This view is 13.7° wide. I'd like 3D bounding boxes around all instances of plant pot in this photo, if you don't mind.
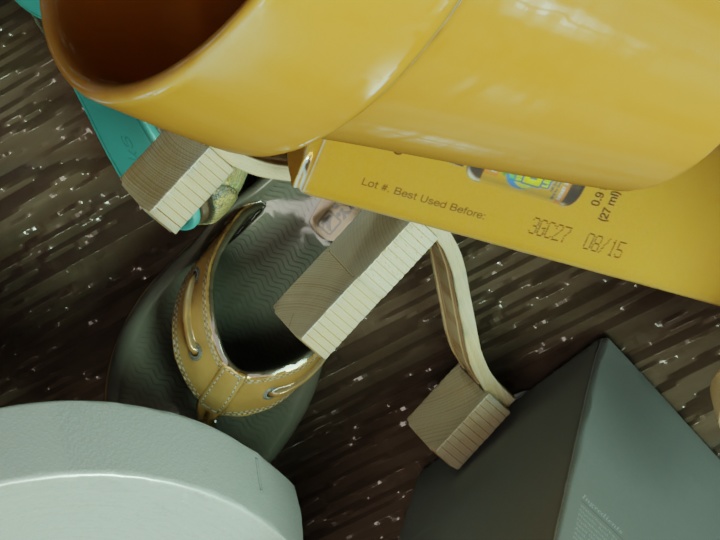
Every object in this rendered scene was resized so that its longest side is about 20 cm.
[{"bbox_3d":[0.030,-0.113,0.911,0.183,0.201,0.200,23,123,-30],"label":"plant pot"}]

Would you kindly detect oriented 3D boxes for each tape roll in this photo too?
[{"bbox_3d":[-0.117,0.125,1.124,0.201,0.037,0.203,-7,139,-6],"label":"tape roll"}]

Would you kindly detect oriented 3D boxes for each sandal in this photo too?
[{"bbox_3d":[-0.032,0.015,1.130,0.082,0.055,0.200,38,112,-10],"label":"sandal"}]

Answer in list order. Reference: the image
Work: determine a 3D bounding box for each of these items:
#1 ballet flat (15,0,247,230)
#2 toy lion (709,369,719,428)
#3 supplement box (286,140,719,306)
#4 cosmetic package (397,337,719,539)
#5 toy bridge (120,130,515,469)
[{"bbox_3d":[-0.088,-0.100,1.064,0.070,0.071,0.200,-14,133,19],"label":"ballet flat"},{"bbox_3d":[0.221,0.023,0.990,0.190,0.069,0.200,-9,145,-8],"label":"toy lion"},{"bbox_3d":[0.076,-0.044,1.046,0.199,0.069,0.067,14,122,-17],"label":"supplement box"},{"bbox_3d":[0.066,0.124,1.090,0.107,0.200,0.090,-38,102,29],"label":"cosmetic package"},{"bbox_3d":[0.000,0.000,1.088,0.067,0.027,0.200,-47,130,2],"label":"toy bridge"}]
